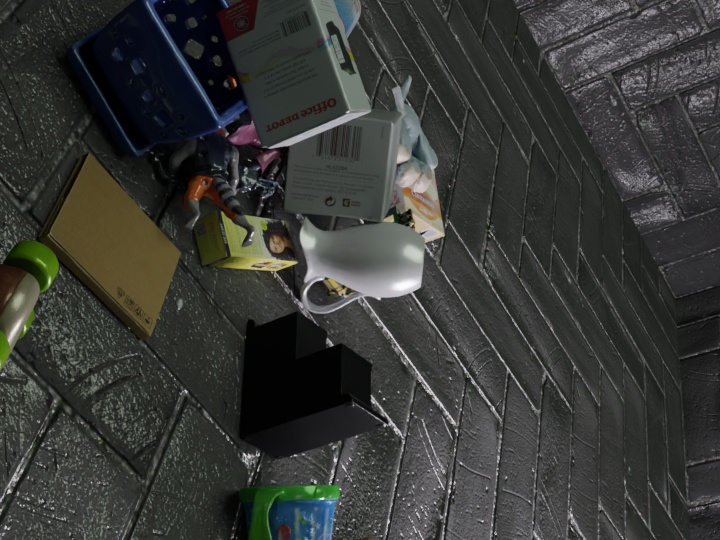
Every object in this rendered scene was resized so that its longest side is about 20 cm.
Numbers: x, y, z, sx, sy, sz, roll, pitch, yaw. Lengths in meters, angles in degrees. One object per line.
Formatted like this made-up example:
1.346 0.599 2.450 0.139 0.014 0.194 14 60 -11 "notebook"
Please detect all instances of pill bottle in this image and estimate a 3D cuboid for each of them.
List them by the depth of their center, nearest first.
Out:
-0.073 -0.472 2.108 0.109 0.109 0.200 58 29 -23 "pill bottle"

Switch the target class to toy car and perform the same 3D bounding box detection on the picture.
-0.438 0.028 1.114 0.200 0.158 0.164 29 36 -12 "toy car"

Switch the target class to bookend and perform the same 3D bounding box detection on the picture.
-0.067 0.146 1.600 0.092 0.198 0.200 38 40 -43 "bookend"

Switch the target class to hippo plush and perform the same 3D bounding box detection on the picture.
0.031 -0.223 2.014 0.200 0.161 0.159 69 28 -18 "hippo plush"

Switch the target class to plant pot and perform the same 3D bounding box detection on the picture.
-0.272 -0.282 1.532 0.200 0.180 0.200 61 28 -17 "plant pot"

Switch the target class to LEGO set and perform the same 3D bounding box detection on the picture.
0.031 -0.013 1.926 0.116 0.200 0.154 54 11 -32 "LEGO set"

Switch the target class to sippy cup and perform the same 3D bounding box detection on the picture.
-0.096 0.359 1.495 0.178 0.140 0.131 7 74 -34 "sippy cup"

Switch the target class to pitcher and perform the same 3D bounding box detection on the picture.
0.000 0.000 1.790 0.121 0.200 0.172 -82 176 -58 "pitcher"

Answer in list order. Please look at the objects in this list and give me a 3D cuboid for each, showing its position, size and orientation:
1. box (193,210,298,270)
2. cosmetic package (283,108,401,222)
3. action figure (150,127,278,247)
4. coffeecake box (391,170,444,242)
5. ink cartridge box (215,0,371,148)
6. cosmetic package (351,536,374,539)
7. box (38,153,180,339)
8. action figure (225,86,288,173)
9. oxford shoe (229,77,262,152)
-0.174 -0.043 1.697 0.200 0.050 0.075 2 70 -61 "box"
-0.026 -0.184 1.828 0.200 0.167 0.167 -63 159 -76 "cosmetic package"
-0.190 -0.133 1.590 0.200 0.105 0.194 5 58 -32 "action figure"
0.087 -0.170 2.173 0.153 0.073 0.200 27 49 -52 "coffeecake box"
-0.091 -0.284 1.512 0.083 0.146 0.200 -19 90 -66 "ink cartridge box"
-0.031 0.479 1.565 0.104 0.087 0.200 65 27 -12 "cosmetic package"
-0.321 -0.032 1.444 0.200 0.021 0.164 51 32 -32 "box"
-0.165 -0.229 1.736 0.200 0.149 0.134 23 48 -48 "action figure"
-0.164 -0.300 1.862 0.071 0.072 0.200 -33 101 -62 "oxford shoe"
